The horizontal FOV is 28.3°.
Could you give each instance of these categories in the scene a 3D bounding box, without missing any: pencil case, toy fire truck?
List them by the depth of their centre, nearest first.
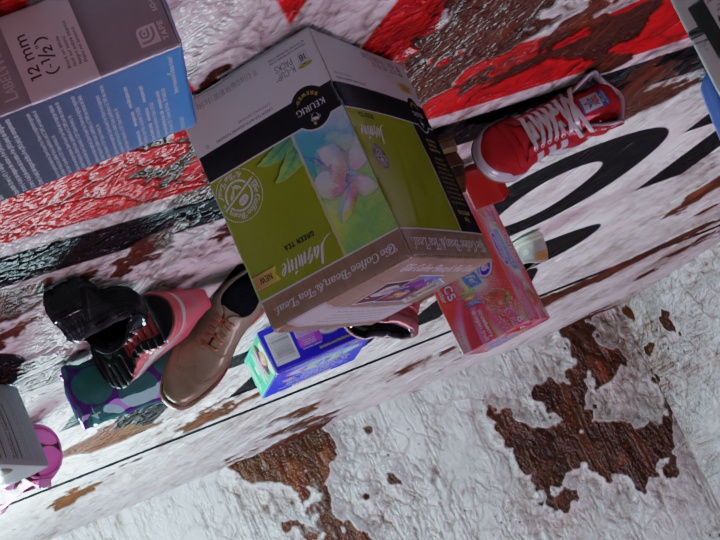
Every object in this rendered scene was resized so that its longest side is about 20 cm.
[{"bbox_3d":[0.065,-0.062,1.701,0.199,0.049,0.141,-16,-160,33],"label":"toy fire truck"},{"bbox_3d":[-0.270,0.121,1.770,0.199,0.093,0.085,-23,130,-9],"label":"pencil case"},{"bbox_3d":[-0.504,0.296,2.051,0.091,0.094,0.200,-16,166,-42],"label":"pencil case"}]

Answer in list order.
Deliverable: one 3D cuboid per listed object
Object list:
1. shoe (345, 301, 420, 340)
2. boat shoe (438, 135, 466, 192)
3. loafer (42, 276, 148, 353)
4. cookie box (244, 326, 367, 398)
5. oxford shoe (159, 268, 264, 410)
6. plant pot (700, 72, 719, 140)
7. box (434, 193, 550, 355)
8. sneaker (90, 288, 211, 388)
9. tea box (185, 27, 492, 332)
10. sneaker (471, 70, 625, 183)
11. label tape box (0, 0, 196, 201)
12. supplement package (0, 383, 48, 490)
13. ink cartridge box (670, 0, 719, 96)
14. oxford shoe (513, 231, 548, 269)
[{"bbox_3d":[-0.020,0.017,1.609,0.199,0.091,0.071,15,151,-21],"label":"shoe"},{"bbox_3d":[0.051,-0.080,1.568,0.072,0.068,0.200,-22,174,-33],"label":"boat shoe"},{"bbox_3d":[-0.269,0.054,1.487,0.068,0.071,0.201,-26,169,8],"label":"loafer"},{"bbox_3d":[-0.082,0.118,2.210,0.171,0.075,0.200,-23,169,-16],"label":"cookie box"},{"bbox_3d":[-0.171,0.071,1.668,0.200,0.071,0.074,-59,176,-22],"label":"oxford shoe"},{"bbox_3d":[0.562,-0.204,1.832,0.179,0.201,0.200,-25,172,33],"label":"plant pot"},{"bbox_3d":[0.143,-0.004,1.799,0.102,0.201,0.095,-28,169,20],"label":"box"},{"bbox_3d":[-0.240,0.078,1.665,0.087,0.074,0.200,-21,171,-45],"label":"sneaker"},{"bbox_3d":[-0.014,-0.066,1.152,0.133,0.197,0.200,-29,168,20],"label":"tea box"},{"bbox_3d":[0.212,-0.160,1.561,0.200,0.071,0.112,-26,177,-44],"label":"sneaker"},{"bbox_3d":[-0.208,-0.104,0.891,0.199,0.066,0.143,-21,169,-8],"label":"label tape box"},{"bbox_3d":[-0.459,0.198,1.639,0.113,0.110,0.200,-26,169,3],"label":"supplement package"},{"bbox_3d":[0.377,-0.226,1.279,0.146,0.201,0.083,-33,164,32],"label":"ink cartridge box"},{"bbox_3d":[0.245,-0.002,2.438,0.075,0.058,0.200,-18,169,-46],"label":"oxford shoe"}]
